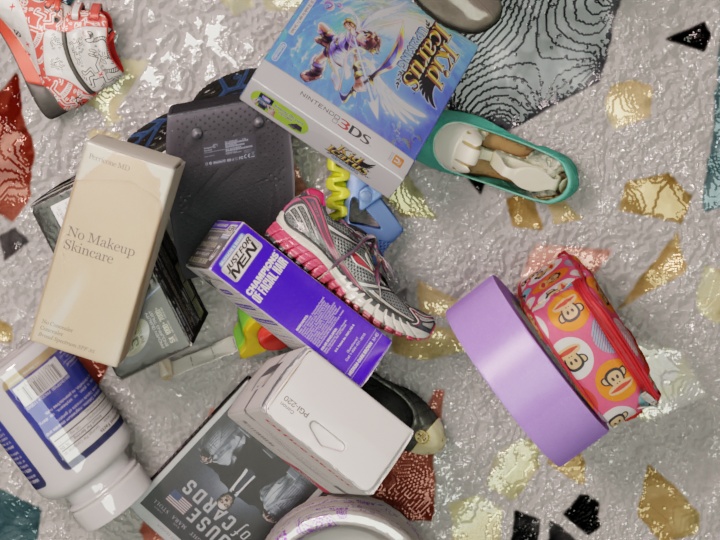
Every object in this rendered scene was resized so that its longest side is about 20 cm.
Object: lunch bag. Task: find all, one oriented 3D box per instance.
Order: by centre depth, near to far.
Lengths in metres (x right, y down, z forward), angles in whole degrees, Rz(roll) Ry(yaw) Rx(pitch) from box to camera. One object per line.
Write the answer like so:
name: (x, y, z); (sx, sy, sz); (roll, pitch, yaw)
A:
lunch bag: (0.240, 0.080, 1.653); (0.082, 0.200, 0.177); (-33, 101, 8)

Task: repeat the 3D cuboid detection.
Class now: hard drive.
hard drive: (-0.136, -0.092, 1.660); (0.134, 0.042, 0.201); (-12, 127, -14)

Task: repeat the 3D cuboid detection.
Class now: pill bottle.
pill bottle: (-0.318, 0.174, 1.722); (0.119, 0.120, 0.201); (-34, 99, 7)

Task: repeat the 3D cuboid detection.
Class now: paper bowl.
paper bowl: (-0.019, 0.342, 1.753); (0.199, 0.104, 0.203); (0, 102, 0)

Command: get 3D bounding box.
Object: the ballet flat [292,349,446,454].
ballet flat: (0.007, 0.141, 1.741); (0.199, 0.057, 0.067); (34, 100, -5)

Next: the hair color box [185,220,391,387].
hair color box: (-0.074, 0.033, 1.629); (0.200, 0.109, 0.065); (37, 81, -17)

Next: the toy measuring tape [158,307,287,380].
toy measuring tape: (-0.131, 0.061, 1.719); (0.199, 0.074, 0.074); (-20, 100, 3)

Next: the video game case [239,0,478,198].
video game case: (0.003, -0.201, 1.624); (0.181, 0.045, 0.201); (33, 58, -6)

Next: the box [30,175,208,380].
box: (-0.246, -0.009, 1.664); (0.086, 0.164, 0.201); (-25, 100, 5)

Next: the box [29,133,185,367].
box: (-0.242, -0.021, 1.539); (0.094, 0.078, 0.202); (16, 100, -2)

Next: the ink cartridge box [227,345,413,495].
ink cartridge box: (-0.045, 0.157, 1.658); (0.145, 0.200, 0.085); (39, 77, -7)

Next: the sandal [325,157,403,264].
sandal: (0.005, -0.043, 1.699); (0.086, 0.080, 0.202); (0, 102, -2)

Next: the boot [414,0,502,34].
boot: (0.071, -0.326, 1.601); (0.068, 0.131, 0.200); (-44, 90, -11)

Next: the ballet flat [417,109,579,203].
ballet flat: (0.137, -0.120, 1.683); (0.198, 0.070, 0.068); (17, 101, -2)

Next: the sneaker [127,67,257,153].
sneaker: (-0.150, -0.146, 1.693); (0.199, 0.076, 0.077); (-27, 127, 3)

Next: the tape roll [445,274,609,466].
tape roll: (0.172, 0.103, 1.658); (0.066, 0.200, 0.200); (-38, 98, 7)

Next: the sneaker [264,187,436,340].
sneaker: (0.000, 0.000, 1.629); (0.200, 0.081, 0.075); (39, 85, -12)

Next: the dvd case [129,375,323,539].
dvd case: (-0.137, 0.238, 1.778); (0.150, 0.025, 0.200); (43, 97, -6)

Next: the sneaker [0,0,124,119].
sneaker: (-0.323, -0.269, 1.667); (0.107, 0.067, 0.202); (-26, 102, 5)
